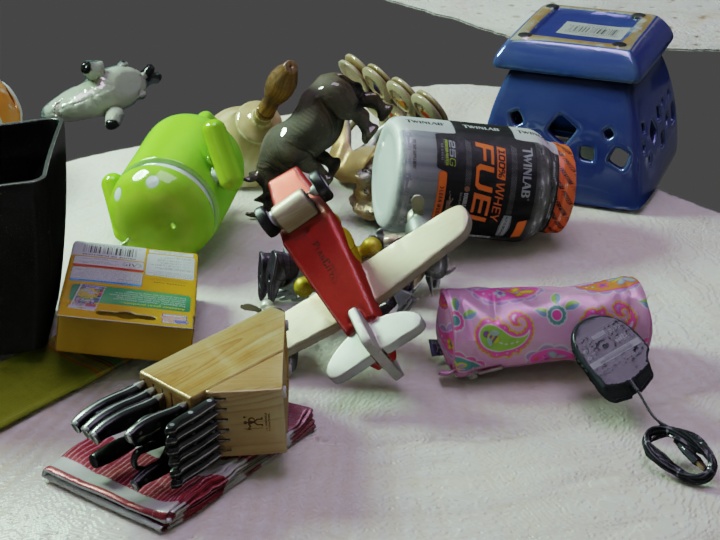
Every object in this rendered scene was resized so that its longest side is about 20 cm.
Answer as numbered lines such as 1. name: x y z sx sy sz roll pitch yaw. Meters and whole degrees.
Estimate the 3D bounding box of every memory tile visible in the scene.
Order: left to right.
1. memory tile: 0.057 -0.172 1.920 0.017 0.154 0.200 -42 39 -11

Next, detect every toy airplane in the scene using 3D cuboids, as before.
1. toy airplane: -0.010 0.017 1.529 0.199 0.200 0.141 12 -8 16

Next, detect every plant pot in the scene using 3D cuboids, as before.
1. plant pot: -0.369 -0.023 1.562 0.199 0.178 0.200 -8 22 -2
2. plant pot: 0.257 -0.198 1.917 0.199 0.181 0.200 10 27 21

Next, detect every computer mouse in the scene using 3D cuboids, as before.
1. computer mouse: 0.243 0.113 1.427 0.058 0.034 0.200 -26 49 -6

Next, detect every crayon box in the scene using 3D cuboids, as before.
1. crayon box: -0.219 0.034 1.567 0.125 0.052 0.200 6 19 -7

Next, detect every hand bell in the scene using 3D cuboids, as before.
1. hand bell: -0.105 -0.180 1.850 0.104 0.200 0.105 6 67 -15

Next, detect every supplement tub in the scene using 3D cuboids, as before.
1. supplement tub: 0.119 -0.095 1.758 0.199 0.123 0.123 4 25 -13

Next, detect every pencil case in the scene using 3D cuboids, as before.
1. pencil case: 0.166 0.052 1.530 0.199 0.088 0.088 -5 27 -6

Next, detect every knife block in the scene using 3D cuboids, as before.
1. knife block: -0.147 0.106 1.395 0.174 0.064 0.200 -2 27 0

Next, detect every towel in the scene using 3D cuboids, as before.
1. towel: -0.289 0.091 1.531 0.086 0.018 0.200 19 33 36
2. towel: -0.152 0.146 1.412 0.144 0.023 0.200 17 31 33

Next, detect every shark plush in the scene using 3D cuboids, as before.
1. shark plush: -0.328 -0.241 2.152 0.083 0.091 0.200 -21 18 34

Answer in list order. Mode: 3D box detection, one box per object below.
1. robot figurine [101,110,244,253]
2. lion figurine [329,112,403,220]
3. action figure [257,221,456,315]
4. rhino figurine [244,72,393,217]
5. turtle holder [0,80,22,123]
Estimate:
1. robot figurine: -0.194 -0.088 1.765 0.175 0.116 0.200 -21 27 29
2. lion figurine: 0.008 -0.122 1.893 0.072 0.123 0.200 34 -3 -22
3. action figure: 0.000 0.000 1.657 0.199 0.070 0.130 -3 19 -13
4. rhino figurine: -0.061 -0.132 1.822 0.087 0.200 0.060 41 16 -9
5. turtle holder: -0.470 -0.154 1.922 0.141 0.186 0.132 40 38 7
